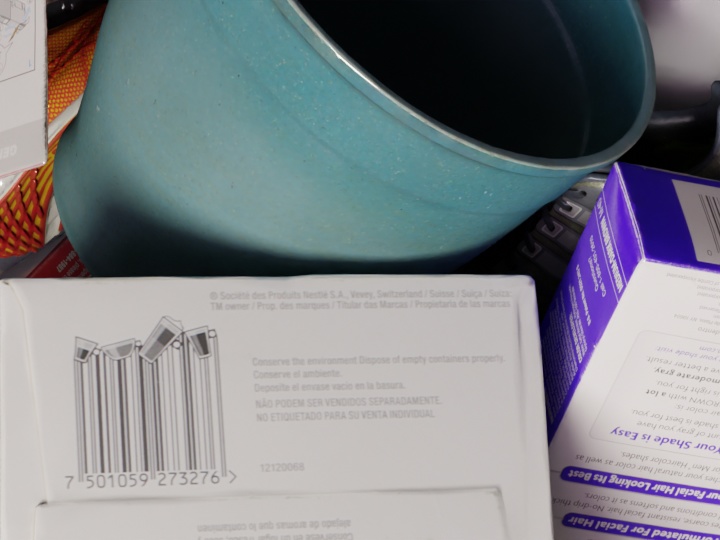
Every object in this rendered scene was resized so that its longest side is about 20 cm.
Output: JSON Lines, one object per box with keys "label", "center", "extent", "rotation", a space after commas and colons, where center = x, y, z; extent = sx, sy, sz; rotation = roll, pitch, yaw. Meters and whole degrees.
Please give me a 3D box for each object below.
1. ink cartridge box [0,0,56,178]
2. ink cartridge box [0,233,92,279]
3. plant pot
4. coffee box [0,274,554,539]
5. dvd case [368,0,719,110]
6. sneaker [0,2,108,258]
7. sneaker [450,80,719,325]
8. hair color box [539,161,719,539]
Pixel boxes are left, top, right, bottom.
{"label": "ink cartridge box", "center": [-0.190, -0.107, 0.919], "extent": [0.200, 0.045, 0.176], "rotation": [-12, 77, 37]}
{"label": "ink cartridge box", "center": [-0.144, 0.113, 1.029], "extent": [0.145, 0.145, 0.200], "rotation": [-30, 104, 30]}
{"label": "plant pot", "center": [-0.019, -0.067, 0.849], "extent": [0.200, 0.200, 0.188], "rotation": [41, 128, -4]}
{"label": "coffee box", "center": [-0.046, 0.126, 0.824], "extent": [0.199, 0.200, 0.198], "rotation": [1, 160, -13]}
{"label": "dvd case", "center": [0.114, -0.128, 0.886], "extent": [0.200, 0.018, 0.143], "rotation": [24, 121, 7]}
{"label": "sneaker", "center": [-0.124, -0.089, 0.962], "extent": [0.200, 0.073, 0.077], "rotation": [-38, 64, 19]}
{"label": "sneaker", "center": [0.092, -0.024, 0.889], "extent": [0.200, 0.074, 0.081], "rotation": [-23, 126, 23]}
{"label": "hair color box", "center": [0.120, 0.058, 0.850], "extent": [0.109, 0.065, 0.200], "rotation": [10, 128, -14]}
